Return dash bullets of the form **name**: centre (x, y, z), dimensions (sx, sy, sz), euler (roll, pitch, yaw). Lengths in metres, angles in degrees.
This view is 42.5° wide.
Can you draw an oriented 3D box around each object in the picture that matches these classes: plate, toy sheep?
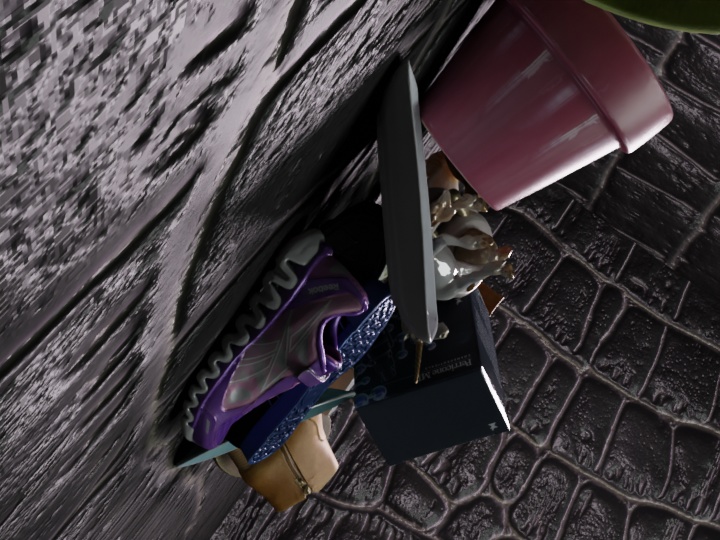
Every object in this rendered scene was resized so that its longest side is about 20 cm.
- **plate**: centre (0.038, -0.049, 0.741), dimensions (0.200, 0.032, 0.202), euler (-13, 97, -83)
- **plate**: centre (-0.100, 0.156, 0.958), dimensions (0.199, 0.026, 0.200), euler (-21, 170, -4)
- **toy sheep**: centre (0.073, -0.034, 1.037), dimensions (0.137, 0.199, 0.139), euler (-18, 117, -38)

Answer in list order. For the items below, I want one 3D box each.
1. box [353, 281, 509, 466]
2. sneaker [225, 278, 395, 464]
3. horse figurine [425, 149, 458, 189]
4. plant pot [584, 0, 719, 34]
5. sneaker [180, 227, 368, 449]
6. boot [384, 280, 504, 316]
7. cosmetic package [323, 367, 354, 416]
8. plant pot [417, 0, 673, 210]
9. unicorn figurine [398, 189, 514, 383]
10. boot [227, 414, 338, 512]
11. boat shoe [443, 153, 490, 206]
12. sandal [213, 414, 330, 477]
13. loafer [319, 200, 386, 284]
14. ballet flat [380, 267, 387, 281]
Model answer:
- **box**: centre (0.077, 0.101, 1.073), dimensions (0.147, 0.108, 0.201), euler (-19, -144, 13)
- **sneaker**: centre (-0.056, 0.072, 0.798), dimensions (0.200, 0.078, 0.070), euler (-48, 161, 8)
- **horse figurine**: centre (0.088, -0.090, 1.150), dimensions (0.132, 0.050, 0.202), euler (-24, -130, 59)
- **plant pot**: centre (0.211, -0.283, 0.587), dimensions (0.200, 0.199, 0.191), euler (12, 102, -86)
- **sneaker**: centre (-0.064, 0.069, 0.730), dimensions (0.201, 0.088, 0.080), euler (-55, 177, 10)
- **boot**: centre (0.112, -0.022, 1.241), dimensions (0.189, 0.199, 0.069), euler (-51, 175, -42)
- **cosmetic package**: centre (-0.059, 0.138, 1.248), dimensions (0.074, 0.101, 0.200), euler (-53, 177, -4)
- **plant pot**: centre (0.157, -0.161, 0.860), dimensions (0.179, 0.200, 0.200), euler (-40, 179, 13)
- **unicorn figurine**: centre (0.081, 0.001, 0.921), dimensions (0.136, 0.201, 0.074), euler (-17, -149, 20)
- **boot**: centre (-0.063, 0.187, 1.122), dimensions (0.201, 0.144, 0.071), euler (-41, -152, -6)
- **boat shoe**: centre (0.137, -0.129, 1.027), dimensions (0.201, 0.070, 0.071), euler (-107, -171, -55)
- **sandal**: centre (-0.132, 0.213, 1.193), dimensions (0.211, 0.069, 0.078), euler (-2, 99, -51)
- **loafer**: centre (-0.028, 0.002, 0.833), dimensions (0.063, 0.071, 0.201), euler (-78, -165, -46)
- **ballet flat**: centre (0.000, 0.000, 0.967), dimensions (0.072, 0.068, 0.200), euler (-19, 169, -9)
